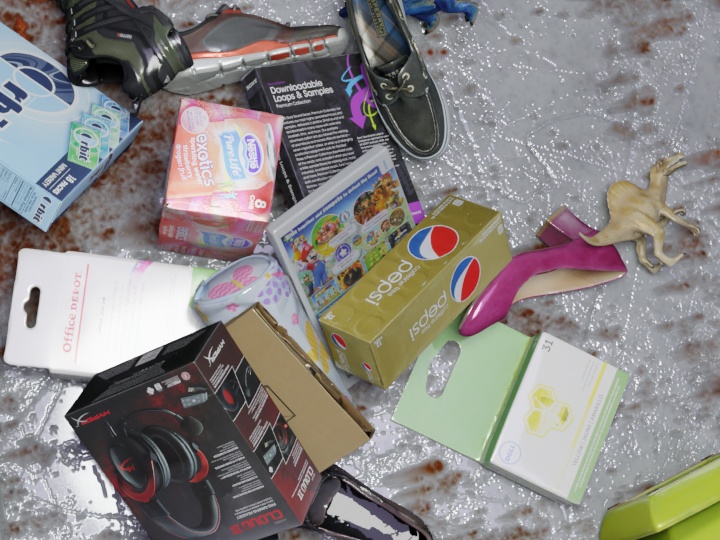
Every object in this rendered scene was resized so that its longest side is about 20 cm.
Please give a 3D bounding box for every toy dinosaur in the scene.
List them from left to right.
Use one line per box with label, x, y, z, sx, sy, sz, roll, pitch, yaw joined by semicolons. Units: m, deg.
toy dinosaur;0.287;-0.045;1.392;0.101;0.058;0.200;50;52;1

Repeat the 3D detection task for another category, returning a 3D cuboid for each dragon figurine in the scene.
dragon figurine;0.067;-0.282;1.353;0.099;0.200;0.059;6;84;-46

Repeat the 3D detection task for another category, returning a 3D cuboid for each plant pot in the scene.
plant pot;0.354;0.273;1.286;0.198;0.200;0.182;-24;78;-13

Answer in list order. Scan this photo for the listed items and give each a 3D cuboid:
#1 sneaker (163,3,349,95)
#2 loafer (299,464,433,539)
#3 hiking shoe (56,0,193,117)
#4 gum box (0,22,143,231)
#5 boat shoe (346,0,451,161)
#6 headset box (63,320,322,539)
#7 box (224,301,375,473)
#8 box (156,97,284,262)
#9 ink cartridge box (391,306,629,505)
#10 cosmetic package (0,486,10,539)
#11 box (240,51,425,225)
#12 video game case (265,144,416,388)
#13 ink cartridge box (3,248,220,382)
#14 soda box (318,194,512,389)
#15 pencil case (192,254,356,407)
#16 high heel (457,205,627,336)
sneaker;-0.110;-0.236;1.347;0.199;0.077;0.082;-11;76;-13
loafer;-0.019;0.224;1.286;0.199;0.063;0.072;25;76;-5
hiking shoe;-0.259;-0.232;1.293;0.200;0.076;0.101;36;74;23
gum box;-0.328;-0.147;1.254;0.200;0.045;0.170;36;36;-3
boat shoe;0.032;-0.199;1.319;0.068;0.057;0.201;-20;99;16
headset box;-0.140;0.164;1.188;0.148;0.075;0.200;-22;110;24
box;-0.110;0.140;1.226;0.200;0.021;0.164;-36;103;26
box;-0.134;-0.077;1.247;0.094;0.200;0.103;10;77;-8
ink cartridge box;0.151;0.128;1.345;0.199;0.048;0.146;27;76;-7
cosmetic package;-0.369;0.159;1.212;0.074;0.102;0.201;-12;84;-11
box;-0.023;-0.114;1.332;0.143;0.036;0.201;-15;83;-40
video game case;0.000;0.000;1.284;0.143;0.018;0.200;-37;127;-22
ink cartridge box;-0.229;0.049;1.275;0.199;0.067;0.118;8;79;-10
soda box;0.055;0.017;1.266;0.068;0.064;0.200;22;54;38
pencil case;-0.077;0.084;1.251;0.090;0.083;0.201;-17;114;21
high heel;0.184;0.022;1.350;0.096;0.067;0.200;43;54;9
